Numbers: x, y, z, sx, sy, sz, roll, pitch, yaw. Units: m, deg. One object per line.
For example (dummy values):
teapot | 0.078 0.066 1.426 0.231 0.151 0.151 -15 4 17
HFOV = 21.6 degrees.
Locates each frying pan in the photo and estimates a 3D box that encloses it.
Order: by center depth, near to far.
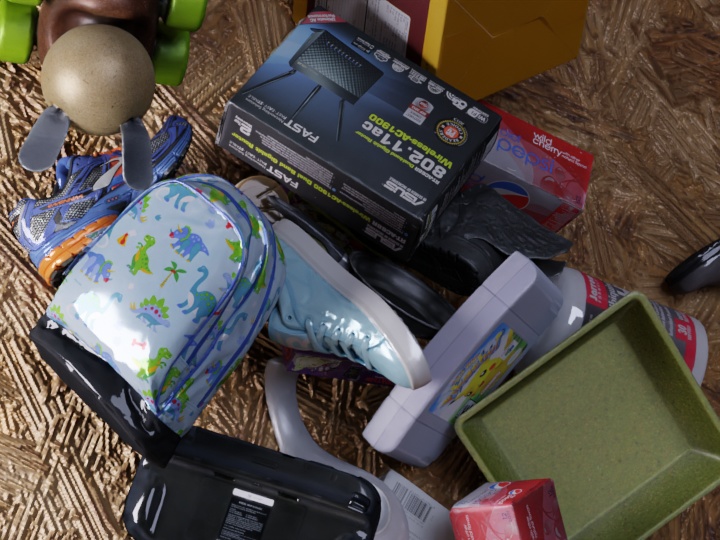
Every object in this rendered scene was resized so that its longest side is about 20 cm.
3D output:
frying pan | 0.005 0.008 1.570 0.189 0.031 0.115 25 17 -25

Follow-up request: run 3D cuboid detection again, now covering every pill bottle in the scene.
pill bottle | 0.204 0.062 1.706 0.199 0.111 0.111 21 59 -17

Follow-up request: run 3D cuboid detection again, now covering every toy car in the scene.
toy car | -0.218 -0.154 1.556 0.163 0.158 0.201 7 58 -15

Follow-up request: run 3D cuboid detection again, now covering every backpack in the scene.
backpack | -0.148 0.021 1.476 0.200 0.154 0.163 -42 64 -14

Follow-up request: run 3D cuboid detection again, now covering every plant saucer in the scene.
plant saucer | 0.202 0.144 1.639 0.199 0.048 0.200 -35 109 -5

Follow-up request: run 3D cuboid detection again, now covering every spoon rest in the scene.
spoon rest | -0.027 0.166 1.560 0.099 0.061 0.201 -13 67 -30

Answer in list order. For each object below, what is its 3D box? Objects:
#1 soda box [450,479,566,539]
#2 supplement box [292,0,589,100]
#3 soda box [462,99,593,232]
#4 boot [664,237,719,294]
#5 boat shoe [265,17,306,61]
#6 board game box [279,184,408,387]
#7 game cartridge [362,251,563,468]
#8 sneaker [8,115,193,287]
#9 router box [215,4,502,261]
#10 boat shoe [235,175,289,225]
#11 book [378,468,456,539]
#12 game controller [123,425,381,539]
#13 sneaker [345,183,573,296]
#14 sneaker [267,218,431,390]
soda box | 0.138 0.275 1.541 0.063 0.070 0.201 -24 101 -49
supplement box | 0.077 -0.270 1.739 0.197 0.133 0.200 -25 49 -34
soda box | 0.117 -0.110 1.773 0.199 0.063 0.070 26 56 -15
boot | 0.402 0.020 1.859 0.199 0.070 0.132 -21 83 -29
boat shoe | -0.014 -0.135 1.705 0.073 0.063 0.200 -25 74 -45
board game box | -0.021 0.011 1.630 0.120 0.032 0.201 14 43 -26
game cartridge | 0.088 0.078 1.574 0.040 0.133 0.200 41 92 25
sneaker | -0.214 -0.075 1.581 0.078 0.075 0.200 43 53 2
router box | 0.000 -0.120 1.611 0.199 0.062 0.150 31 53 8
boat shoe | -0.131 0.010 1.588 0.072 0.065 0.201 35 73 -15
book | 0.031 0.279 1.553 0.133 0.048 0.200 37 53 -6
game controller | -0.087 0.190 1.496 0.199 0.042 0.105 16 80 9
sneaker | 0.079 -0.042 1.653 0.199 0.060 0.104 33 49 21
sneaker | -0.028 0.045 1.518 0.082 0.074 0.200 -41 55 -13
